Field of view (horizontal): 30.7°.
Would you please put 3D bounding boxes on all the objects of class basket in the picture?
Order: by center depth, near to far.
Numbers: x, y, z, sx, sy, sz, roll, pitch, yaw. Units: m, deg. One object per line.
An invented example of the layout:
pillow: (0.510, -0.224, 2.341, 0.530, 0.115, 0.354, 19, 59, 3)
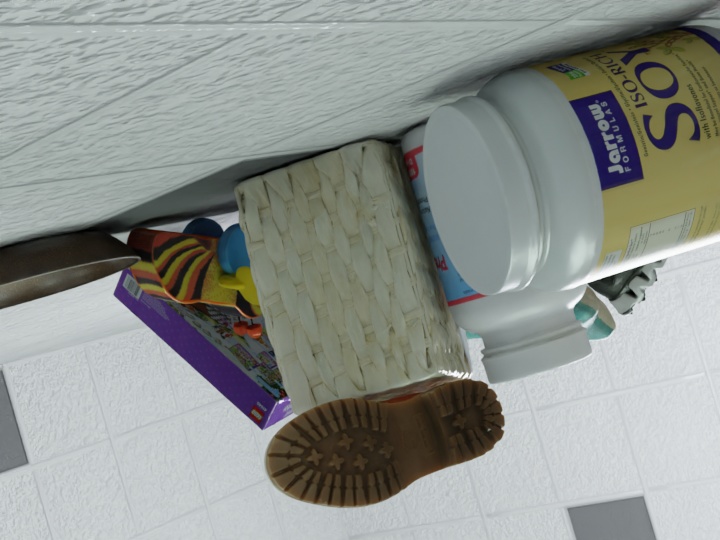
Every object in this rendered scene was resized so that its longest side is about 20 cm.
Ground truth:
basket: (-0.008, 0.008, 1.014, 0.135, 0.202, 0.123, -17, 172, 13)

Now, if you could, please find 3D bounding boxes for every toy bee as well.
toy bee: (-0.111, 0.009, 1.143, 0.199, 0.110, 0.131, -5, -170, -27)

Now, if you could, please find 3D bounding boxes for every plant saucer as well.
plant saucer: (-0.272, 0.005, 1.023, 0.199, 0.032, 0.200, -17, 179, 0)

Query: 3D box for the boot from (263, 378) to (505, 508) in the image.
boot: (0.001, 0.133, 0.963, 0.199, 0.076, 0.107, -6, 170, -37)

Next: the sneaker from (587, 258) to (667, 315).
sneaker: (0.263, -0.057, 1.202, 0.201, 0.090, 0.067, -58, -173, 22)

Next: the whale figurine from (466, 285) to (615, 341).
whale figurine: (0.118, 0.023, 1.133, 0.199, 0.104, 0.159, 26, 173, 31)

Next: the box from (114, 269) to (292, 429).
box: (-0.116, 0.053, 1.239, 0.137, 0.200, 0.039, -24, 148, -53)

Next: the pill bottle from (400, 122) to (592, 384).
pill bottle: (0.108, -0.022, 0.995, 0.108, 0.202, 0.109, -16, 178, -1)

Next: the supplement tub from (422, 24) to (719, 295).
supplement tub: (0.155, -0.070, 0.849, 0.199, 0.147, 0.145, -16, 178, -18)
